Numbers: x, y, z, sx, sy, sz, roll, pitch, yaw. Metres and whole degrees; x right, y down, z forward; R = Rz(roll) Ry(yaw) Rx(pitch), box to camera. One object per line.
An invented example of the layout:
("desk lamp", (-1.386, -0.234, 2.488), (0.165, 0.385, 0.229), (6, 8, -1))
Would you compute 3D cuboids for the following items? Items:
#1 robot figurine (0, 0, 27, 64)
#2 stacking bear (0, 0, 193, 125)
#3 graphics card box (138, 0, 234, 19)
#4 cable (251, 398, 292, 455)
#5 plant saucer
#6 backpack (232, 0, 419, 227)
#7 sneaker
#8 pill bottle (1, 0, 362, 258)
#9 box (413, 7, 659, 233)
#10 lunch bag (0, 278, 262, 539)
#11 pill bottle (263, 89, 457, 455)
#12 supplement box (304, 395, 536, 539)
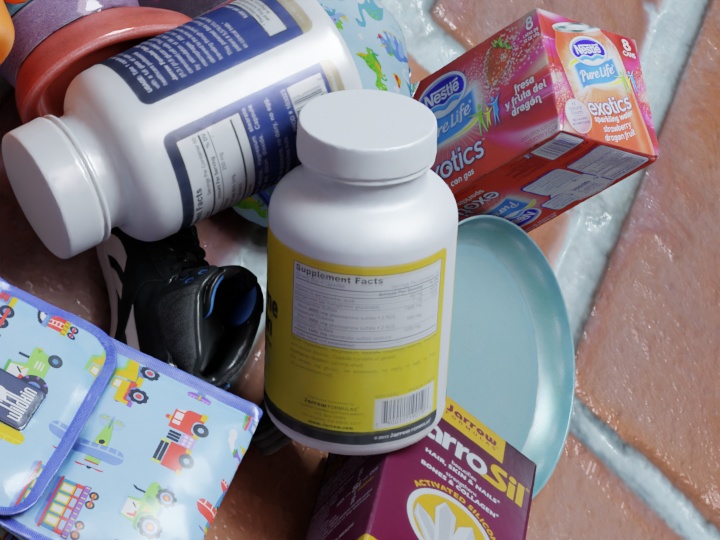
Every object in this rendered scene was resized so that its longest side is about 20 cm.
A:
("robot figurine", (-0.276, -0.169, 1.567), (0.117, 0.144, 0.200), (7, 57, -66))
("stacking bear", (-0.206, -0.194, 1.666), (0.200, 0.121, 0.114), (59, 20, 19))
("graphics card box", (-0.142, -0.230, 1.731), (0.051, 0.125, 0.200), (19, 51, -60))
("cable", (-0.007, 0.040, 1.724), (0.050, 0.097, 0.200), (47, 43, -31))
("plant saucer", (0.080, 0.064, 1.802), (0.200, 0.027, 0.200), (9, 79, -52))
("backpack", (-0.041, -0.119, 1.772), (0.163, 0.154, 0.200), (25, 63, -41))
("sneaker", (-0.102, 0.002, 1.635), (0.073, 0.112, 0.200), (23, 50, -35))
("pill bottle", (-0.107, -0.085, 1.601), (0.200, 0.111, 0.111), (-27, 84, -20))
("box", (0.092, -0.086, 1.821), (0.100, 0.200, 0.096), (12, 59, -40))
("lunch bag", (-0.179, 0.099, 1.488), (0.200, 0.094, 0.151), (33, 49, -9))
("pill bottle", (0.000, 0.000, 1.586), (0.112, 0.112, 0.200), (-39, 139, -50))
("supplement box", (0.033, 0.165, 1.631), (0.110, 0.086, 0.200), (37, 28, -11))
